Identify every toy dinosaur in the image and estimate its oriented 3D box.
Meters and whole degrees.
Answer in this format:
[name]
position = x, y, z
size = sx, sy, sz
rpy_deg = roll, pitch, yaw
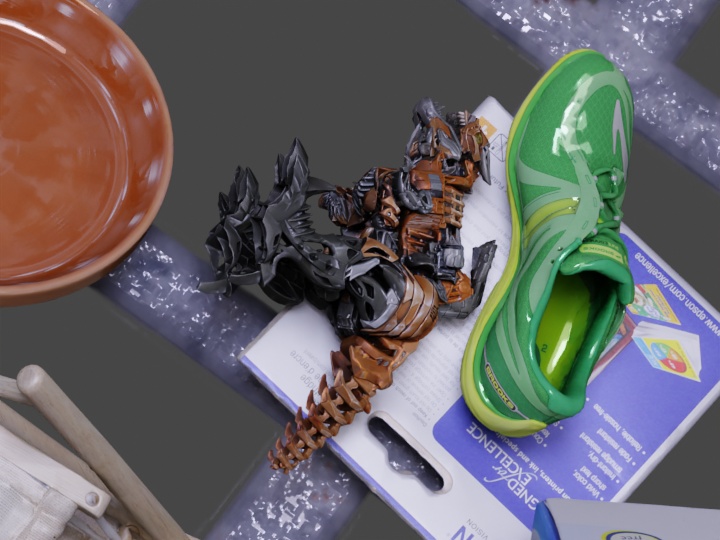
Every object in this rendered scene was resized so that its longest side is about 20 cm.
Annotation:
[toy dinosaur]
position = 0.000, 0.000, 1.404
size = 0.135, 0.102, 0.200
rpy_deg = 29, 50, -18

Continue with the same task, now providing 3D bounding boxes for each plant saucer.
[plant saucer]
position = -0.195, -0.068, 1.436
size = 0.200, 0.032, 0.201
rpy_deg = 8, 58, -13

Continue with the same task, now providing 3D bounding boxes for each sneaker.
[sneaker]
position = 0.111, -0.012, 1.418
size = 0.074, 0.083, 0.201
rpy_deg = 19, 77, -34

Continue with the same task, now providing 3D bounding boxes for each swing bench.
[swing bench]
position = -0.180, 0.168, 1.342
size = 0.200, 0.130, 0.199
rpy_deg = 46, 68, -38

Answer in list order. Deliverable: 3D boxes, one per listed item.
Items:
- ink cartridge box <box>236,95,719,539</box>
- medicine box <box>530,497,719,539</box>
[ink cartridge box]
position = 0.070, 0.046, 1.469
size = 0.198, 0.047, 0.200
rpy_deg = 44, 76, 2
[medicine box]
position = 0.166, 0.225, 1.365
size = 0.182, 0.103, 0.201
rpy_deg = 5, 106, -8
